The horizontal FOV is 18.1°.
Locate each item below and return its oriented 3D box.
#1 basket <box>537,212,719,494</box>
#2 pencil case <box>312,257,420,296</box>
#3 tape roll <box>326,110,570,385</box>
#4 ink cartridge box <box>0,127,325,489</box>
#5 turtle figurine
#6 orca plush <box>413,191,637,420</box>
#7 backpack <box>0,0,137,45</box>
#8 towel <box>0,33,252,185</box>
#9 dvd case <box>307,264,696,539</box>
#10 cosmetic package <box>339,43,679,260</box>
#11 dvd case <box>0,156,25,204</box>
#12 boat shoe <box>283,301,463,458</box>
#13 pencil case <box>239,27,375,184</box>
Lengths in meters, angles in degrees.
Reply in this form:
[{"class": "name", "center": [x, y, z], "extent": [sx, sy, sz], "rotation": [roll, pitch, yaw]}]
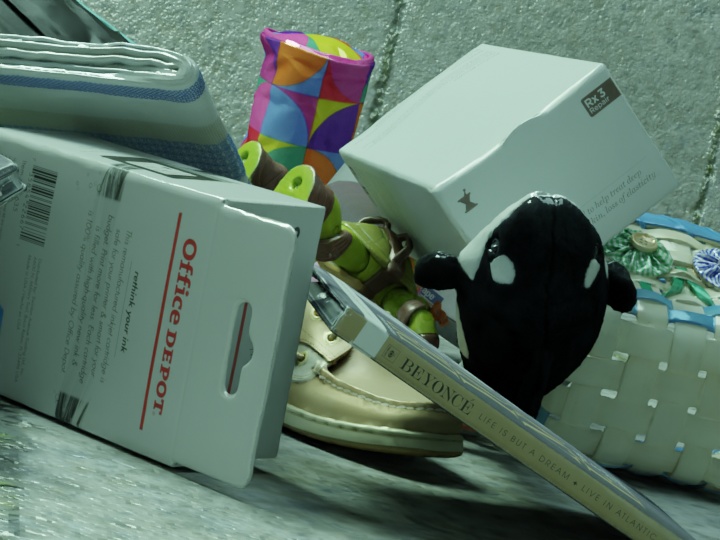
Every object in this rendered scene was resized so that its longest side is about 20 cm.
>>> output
[{"class": "basket", "center": [0.155, 0.035, 1.256], "extent": [0.176, 0.139, 0.200], "rotation": [12, 14, -11]}, {"class": "pencil case", "center": [-0.063, 0.004, 1.371], "extent": [0.199, 0.088, 0.087], "rotation": [10, 6, -23]}, {"class": "tape roll", "center": [0.073, -0.013, 1.444], "extent": [0.200, 0.066, 0.200], "rotation": [35, -16, 11]}, {"class": "ink cartridge box", "center": [-0.088, 0.014, 0.985], "extent": [0.200, 0.116, 0.067], "rotation": [18, 10, 39]}, {"class": "turtle figurine", "center": [0.000, 0.000, 1.232], "extent": [0.161, 0.064, 0.200], "rotation": [44, 5, -39]}, {"class": "orca plush", "center": [0.066, 0.041, 1.084], "extent": [0.105, 0.071, 0.200], "rotation": [17, -31, -17]}, {"class": "backpack", "center": [-0.232, -0.101, 1.290], "extent": [0.200, 0.153, 0.176], "rotation": [47, 44, 2]}, {"class": "towel", "center": [-0.122, -0.056, 1.105], "extent": [0.146, 0.024, 0.200], "rotation": [7, -25, 16]}, {"class": "dvd case", "center": [0.063, 0.065, 0.980], "extent": [0.200, 0.016, 0.149], "rotation": [35, 2, -10]}, {"class": "cosmetic package", "center": [0.074, -0.055, 1.205], "extent": [0.081, 0.113, 0.200], "rotation": [55, -5, -17]}, {"class": "dvd case", "center": [-0.229, -0.017, 0.963], "extent": [0.149, 0.016, 0.200], "rotation": [-31, 18, -12]}, {"class": "boat shoe", "center": [-0.017, 0.042, 1.127], "extent": [0.074, 0.069, 0.200], "rotation": [9, 6, -39]}, {"class": "pencil case", "center": [-0.053, -0.065, 1.548], "extent": [0.088, 0.201, 0.088], "rotation": [17, 13, -4]}]
